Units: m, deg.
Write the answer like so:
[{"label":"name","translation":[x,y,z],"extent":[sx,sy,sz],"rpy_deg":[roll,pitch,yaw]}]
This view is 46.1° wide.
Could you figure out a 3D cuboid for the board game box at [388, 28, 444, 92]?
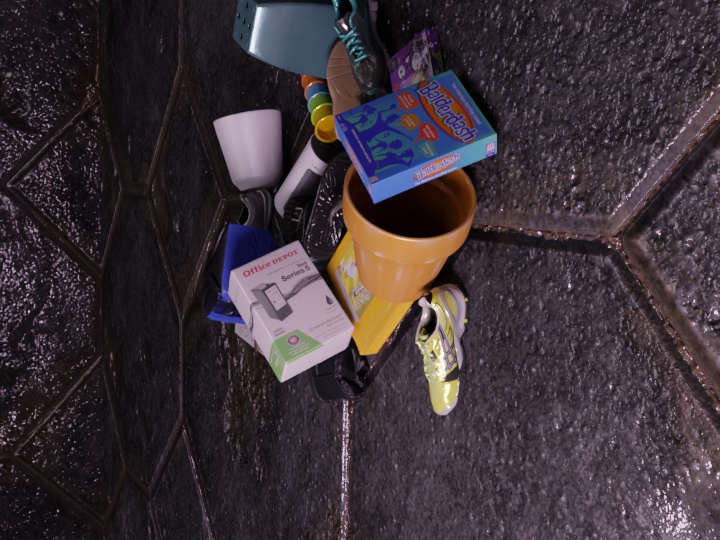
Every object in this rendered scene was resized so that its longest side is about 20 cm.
[{"label":"board game box","translation":[0.098,-0.268,1.363],"extent":[0.120,0.032,0.205],"rpy_deg":[-29,68,61]}]

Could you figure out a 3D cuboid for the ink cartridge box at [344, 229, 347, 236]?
[{"label":"ink cartridge box","translation":[0.000,0.000,1.544],"extent":[0.201,0.036,0.096],"rpy_deg":[56,137,45]}]

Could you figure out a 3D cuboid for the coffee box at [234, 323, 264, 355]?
[{"label":"coffee box","translation":[-0.176,0.118,1.777],"extent":[0.199,0.111,0.082],"rpy_deg":[24,113,56]}]

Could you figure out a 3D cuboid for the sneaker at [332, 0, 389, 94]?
[{"label":"sneaker","translation":[-0.010,-0.398,1.445],"extent":[0.077,0.090,0.204],"rpy_deg":[-23,73,33]}]

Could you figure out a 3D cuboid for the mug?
[{"label":"mug","translation":[-0.223,-0.258,1.843],"extent":[0.147,0.186,0.157],"rpy_deg":[-9,93,27]}]

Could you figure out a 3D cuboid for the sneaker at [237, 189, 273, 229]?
[{"label":"sneaker","translation":[-0.252,-0.084,1.921],"extent":[0.074,0.081,0.205],"rpy_deg":[24,113,56]}]

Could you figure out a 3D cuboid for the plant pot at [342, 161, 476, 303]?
[{"label":"plant pot","translation":[0.064,-0.057,1.296],"extent":[0.185,0.196,0.202],"rpy_deg":[100,150,-48]}]

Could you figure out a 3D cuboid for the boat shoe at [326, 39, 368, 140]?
[{"label":"boat shoe","translation":[-0.020,-0.315,1.523],"extent":[0.065,0.070,0.205],"rpy_deg":[67,-163,-74]}]

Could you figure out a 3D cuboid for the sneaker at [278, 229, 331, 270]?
[{"label":"sneaker","translation":[-0.119,-0.049,1.709],"extent":[0.199,0.076,0.093],"rpy_deg":[7,94,57]}]

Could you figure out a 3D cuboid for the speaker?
[{"label":"speaker","translation":[-0.098,-0.181,1.654],"extent":[0.200,0.080,0.083],"rpy_deg":[-49,52,49]}]

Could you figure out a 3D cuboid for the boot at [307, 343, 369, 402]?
[{"label":"boot","translation":[-0.053,0.150,1.599],"extent":[0.168,0.075,0.204],"rpy_deg":[-25,77,61]}]

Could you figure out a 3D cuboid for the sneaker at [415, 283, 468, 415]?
[{"label":"sneaker","translation":[0.117,0.123,1.309],"extent":[0.075,0.075,0.205],"rpy_deg":[7,99,57]}]

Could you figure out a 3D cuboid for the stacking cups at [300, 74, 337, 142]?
[{"label":"stacking cups","translation":[-0.081,-0.331,1.614],"extent":[0.061,0.059,0.202],"rpy_deg":[-63,35,40]}]

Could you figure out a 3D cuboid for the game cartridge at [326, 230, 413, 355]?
[{"label":"game cartridge","translation":[0.013,0.020,1.460],"extent":[0.177,0.032,0.202],"rpy_deg":[-57,43,40]}]

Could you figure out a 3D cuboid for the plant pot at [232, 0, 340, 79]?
[{"label":"plant pot","translation":[-0.125,-0.448,1.563],"extent":[0.142,0.197,0.144],"rpy_deg":[50,133,45]}]

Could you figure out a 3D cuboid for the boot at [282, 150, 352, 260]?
[{"label":"boot","translation":[-0.075,-0.128,1.577],"extent":[0.214,0.078,0.158],"rpy_deg":[-65,24,2]}]

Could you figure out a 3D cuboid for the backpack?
[{"label":"backpack","translation":[-0.227,0.026,1.659],"extent":[0.200,0.165,0.166],"rpy_deg":[141,142,-59]}]

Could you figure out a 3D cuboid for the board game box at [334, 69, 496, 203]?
[{"label":"board game box","translation":[0.079,-0.199,1.237],"extent":[0.045,0.197,0.154],"rpy_deg":[79,166,-54]}]

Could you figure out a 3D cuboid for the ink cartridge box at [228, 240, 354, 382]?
[{"label":"ink cartridge box","translation":[-0.125,0.069,1.493],"extent":[0.202,0.144,0.084],"rpy_deg":[55,154,20]}]

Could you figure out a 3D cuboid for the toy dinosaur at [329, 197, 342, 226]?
[{"label":"toy dinosaur","translation":[0.010,-0.160,1.456],"extent":[0.103,0.076,0.203],"rpy_deg":[-95,27,-63]}]
